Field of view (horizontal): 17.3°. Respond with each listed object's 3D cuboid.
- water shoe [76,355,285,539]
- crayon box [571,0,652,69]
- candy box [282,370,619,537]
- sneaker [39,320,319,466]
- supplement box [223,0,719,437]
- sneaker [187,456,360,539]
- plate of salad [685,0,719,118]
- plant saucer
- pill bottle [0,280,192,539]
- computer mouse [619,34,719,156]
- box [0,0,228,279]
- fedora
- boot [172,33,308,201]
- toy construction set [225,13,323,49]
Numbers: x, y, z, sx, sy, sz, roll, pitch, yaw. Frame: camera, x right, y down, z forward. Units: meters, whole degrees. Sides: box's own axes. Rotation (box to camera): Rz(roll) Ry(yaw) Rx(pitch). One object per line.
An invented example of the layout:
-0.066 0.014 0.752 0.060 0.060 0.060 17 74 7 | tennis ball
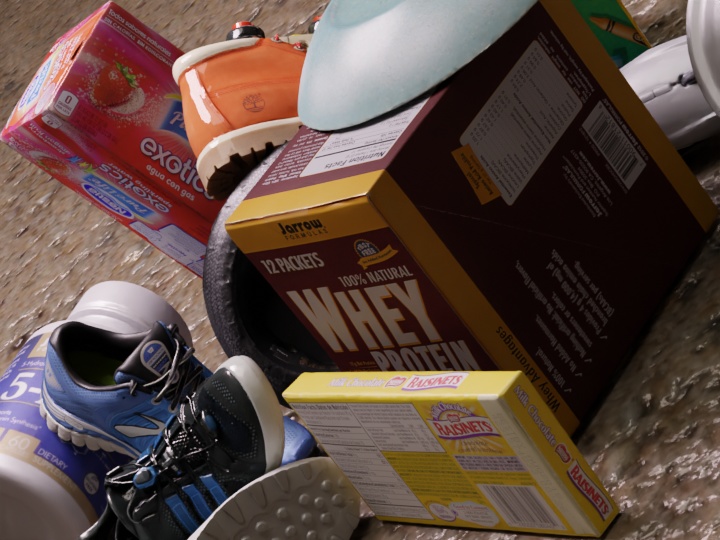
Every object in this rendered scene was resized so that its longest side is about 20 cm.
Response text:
-0.109 0.131 1.424 0.079 0.072 0.200 -15 -32 -38 | water shoe
0.120 -0.207 1.626 0.058 0.200 0.119 -38 22 0 | crayon box
0.046 0.099 1.294 0.026 0.102 0.200 -45 23 -28 | candy box
-0.121 0.087 1.508 0.200 0.089 0.079 18 49 17 | sneaker
0.068 -0.029 1.374 0.133 0.197 0.200 -9 36 51 | supplement box
-0.086 0.180 1.390 0.200 0.076 0.080 -41 12 -11 | sneaker
0.289 -0.153 1.382 0.200 0.048 0.200 -9 69 25 | plate of salad
0.034 -0.161 1.365 0.201 0.039 0.201 -33 22 15 | plant saucer
-0.198 0.105 1.632 0.120 0.120 0.200 -19 30 40 | pill bottle
0.203 -0.111 1.477 0.200 0.044 0.110 -33 65 27 | computer mouse
-0.131 -0.082 1.619 0.100 0.200 0.096 -20 39 60 | box
0.000 0.000 1.525 0.201 0.201 0.092 -39 -8 1 | fedora
-0.026 -0.120 1.570 0.200 0.107 0.075 -12 -30 -24 | boot
-0.049 -0.133 1.796 0.200 0.092 0.131 -21 -21 -13 | toy construction set
